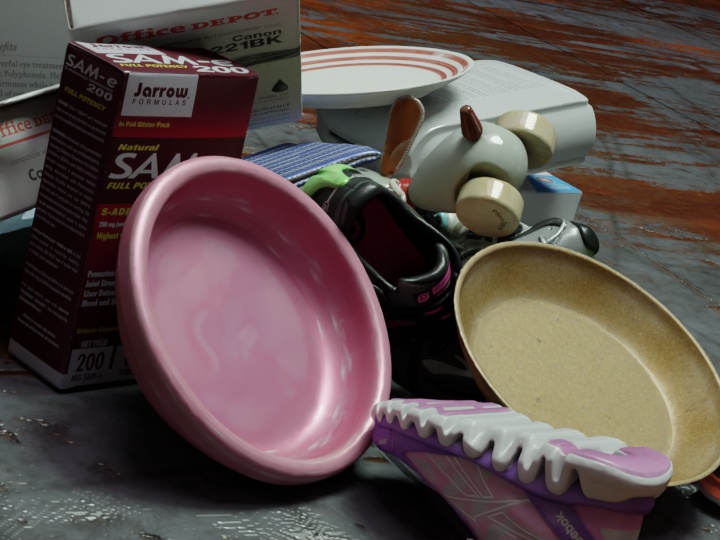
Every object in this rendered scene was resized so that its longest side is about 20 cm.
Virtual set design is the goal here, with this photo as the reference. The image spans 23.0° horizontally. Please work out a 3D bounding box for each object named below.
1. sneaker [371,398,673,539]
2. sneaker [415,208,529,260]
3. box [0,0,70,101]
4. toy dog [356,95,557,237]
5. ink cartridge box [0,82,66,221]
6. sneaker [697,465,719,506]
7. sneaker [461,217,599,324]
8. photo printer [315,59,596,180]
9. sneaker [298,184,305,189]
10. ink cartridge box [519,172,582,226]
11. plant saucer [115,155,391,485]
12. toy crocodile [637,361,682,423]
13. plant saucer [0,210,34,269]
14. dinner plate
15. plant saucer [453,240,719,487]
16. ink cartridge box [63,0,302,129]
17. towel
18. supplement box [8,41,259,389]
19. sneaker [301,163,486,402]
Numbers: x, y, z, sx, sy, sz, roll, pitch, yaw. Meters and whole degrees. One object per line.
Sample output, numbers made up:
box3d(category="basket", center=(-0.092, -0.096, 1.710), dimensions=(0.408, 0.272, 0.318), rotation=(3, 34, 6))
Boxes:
box3d(category="sneaker", center=(0.077, 0.123, 0.975), dimensions=(0.080, 0.089, 0.200), rotation=(0, 10, -43))
box3d(category="sneaker", center=(0.112, -0.015, 1.420), dimensions=(0.200, 0.078, 0.086), rotation=(30, 20, 38))
box3d(category="box", center=(-0.214, -0.173, 1.414), dimensions=(0.199, 0.171, 0.200), rotation=(4, 16, 9))
box3d(category="toy dog", center=(0.046, -0.080, 1.333), dimensions=(0.200, 0.096, 0.132), rotation=(-21, 39, 21))
box3d(category="ink cartridge box", center=(-0.239, -0.061, 1.103), dimensions=(0.200, 0.068, 0.116), rotation=(-18, 7, 37))
box3d(category="sneaker", center=(0.303, 0.112, 1.179), dimensions=(0.077, 0.082, 0.200), rotation=(27, 22, 34))
box3d(category="sneaker", center=(0.125, 0.005, 1.256), dimensions=(0.115, 0.075, 0.200), rotation=(-30, 17, -5))
box3d(category="photo printer", center=(0.073, -0.122, 1.499), dimensions=(0.200, 0.069, 0.166), rotation=(-13, 25, -30))
box3d(category="sneaker", center=(0.000, 0.000, 1.217), dimensions=(0.078, 0.112, 0.200), rotation=(23, 18, 37))
box3d(category="ink cartridge box", center=(0.086, -0.078, 1.596), dimensions=(0.116, 0.067, 0.200), rotation=(-3, 25, -40))
box3d(category="plant saucer", center=(-0.068, 0.032, 1.031), dimensions=(0.051, 0.201, 0.200), rotation=(-28, -12, 38))
box3d(category="toy crocodile", center=(0.187, 0.079, 1.239), dimensions=(0.067, 0.062, 0.200), rotation=(4, 17, -30))
box3d(category="plant saucer", center=(-0.176, -0.043, 1.221), dimensions=(0.200, 0.036, 0.200), rotation=(-19, 11, 4))
box3d(category="dinner plate", center=(-0.006, -0.157, 1.450), dimensions=(0.200, 0.024, 0.200), rotation=(-3, 16, 1))
box3d(category="plant saucer", center=(0.139, 0.065, 1.109), dimensions=(0.200, 0.035, 0.200), rotation=(21, 37, -17))
box3d(category="ink cartridge box", center=(-0.115, -0.161, 1.154), dimensions=(0.144, 0.084, 0.200), rotation=(-11, -19, -5))
box3d(category="towel", center=(-0.081, -0.064, 1.319), dimensions=(0.145, 0.024, 0.200), rotation=(-21, 12, -17))
box3d(category="supplement box", center=(-0.138, -0.034, 1.073), dimensions=(0.109, 0.200, 0.061), rotation=(-5, 25, -46))
box3d(category="sneaker", center=(0.033, 0.019, 1.138), dimensions=(0.200, 0.077, 0.084), rotation=(49, -16, -21))
